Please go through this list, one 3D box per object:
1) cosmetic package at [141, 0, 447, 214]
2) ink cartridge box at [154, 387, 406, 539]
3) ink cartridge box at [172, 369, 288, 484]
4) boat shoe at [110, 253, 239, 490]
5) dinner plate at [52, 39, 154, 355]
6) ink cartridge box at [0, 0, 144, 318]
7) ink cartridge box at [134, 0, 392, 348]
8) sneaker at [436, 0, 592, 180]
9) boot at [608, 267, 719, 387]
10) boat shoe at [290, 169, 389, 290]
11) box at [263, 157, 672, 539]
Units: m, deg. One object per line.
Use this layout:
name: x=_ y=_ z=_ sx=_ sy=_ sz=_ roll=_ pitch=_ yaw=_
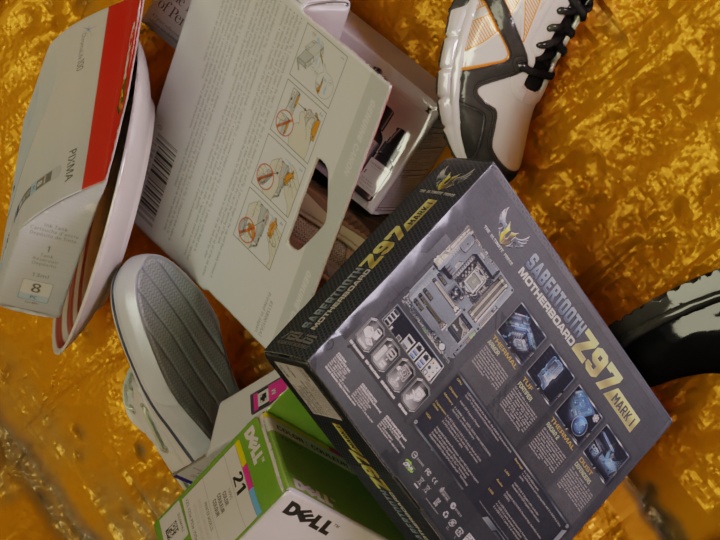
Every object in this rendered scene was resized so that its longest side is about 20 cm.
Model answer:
cosmetic package: x=-0.035 y=-0.126 z=1.592 sx=0.200 sy=0.051 sz=0.083 roll=40 pitch=106 yaw=19
ink cartridge box: x=0.005 y=0.128 z=1.450 sx=0.200 sy=0.148 sz=0.076 roll=-47 pitch=33 yaw=19
ink cartridge box: x=-0.010 y=0.083 z=1.524 sx=0.200 sy=0.095 sz=0.037 roll=-34 pitch=47 yaw=32
boat shoe: x=-0.114 y=0.079 z=1.584 sx=0.067 sy=0.074 sz=0.200 roll=-6 pitch=122 yaw=33
dinner plate: x=-0.154 y=-0.044 z=1.594 sx=0.024 sy=0.200 sz=0.200 roll=14 pitch=99 yaw=-11
ink cartridge box: x=-0.172 y=-0.094 z=1.564 sx=0.047 sy=0.160 sz=0.200 roll=13 pitch=137 yaw=-10
ink cartridge box: x=-0.051 y=-0.072 z=1.528 sx=0.174 sy=0.044 sz=0.200 roll=42 pitch=125 yaw=34
sneaker: x=0.096 y=-0.148 z=1.509 sx=0.080 sy=0.074 sz=0.200 roll=9 pitch=96 yaw=23
boot: x=0.242 y=0.068 z=1.452 sx=0.211 sy=0.079 sz=0.158 roll=-22 pitch=83 yaw=24
boat shoe: x=0.000 y=0.000 z=1.574 sx=0.200 sy=0.071 sz=0.065 roll=42 pitch=113 yaw=29
box: x=0.062 y=0.063 z=1.412 sx=0.200 sy=0.158 sz=0.051 roll=53 pitch=158 yaw=-25
